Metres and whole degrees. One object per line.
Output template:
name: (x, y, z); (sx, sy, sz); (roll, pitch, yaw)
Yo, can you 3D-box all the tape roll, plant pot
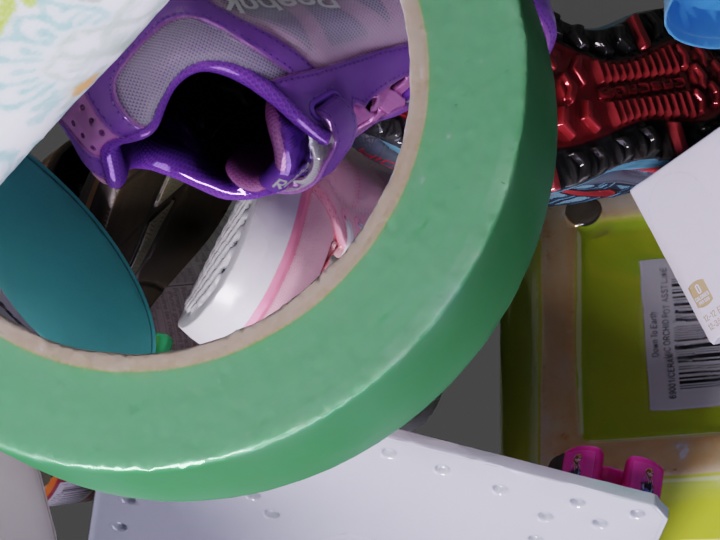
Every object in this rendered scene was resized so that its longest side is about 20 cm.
tape roll: (-0.049, -0.040, 0.704); (0.200, 0.201, 0.048); (-19, 162, 8)
plant pot: (0.150, 0.070, 1.076); (0.198, 0.200, 0.182); (-4, 144, 10)

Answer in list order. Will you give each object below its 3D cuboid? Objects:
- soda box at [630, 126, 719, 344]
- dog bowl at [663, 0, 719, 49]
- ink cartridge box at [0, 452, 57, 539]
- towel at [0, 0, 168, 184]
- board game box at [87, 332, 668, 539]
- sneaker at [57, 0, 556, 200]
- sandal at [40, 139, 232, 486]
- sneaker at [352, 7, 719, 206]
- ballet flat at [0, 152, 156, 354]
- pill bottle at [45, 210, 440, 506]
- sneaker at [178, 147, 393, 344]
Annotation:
soda box: (0.194, -0.051, 0.918); (0.200, 0.068, 0.064); (-37, 162, 36)
dog bowl: (0.184, -0.124, 0.917); (0.200, 0.050, 0.111); (-3, 158, -39)
ink cartridge box: (-0.191, 0.055, 0.861); (0.144, 0.201, 0.084); (-5, 159, -32)
towel: (-0.143, -0.088, 0.585); (0.200, 0.048, 0.171); (26, 136, -26)
board game box: (-0.002, 0.110, 0.989); (0.199, 0.026, 0.200); (15, 141, 0)
sneaker: (-0.020, -0.062, 0.824); (0.200, 0.089, 0.081); (-3, 143, -32)
sandal: (-0.097, -0.006, 0.915); (0.082, 0.055, 0.200); (-17, 140, -59)
sneaker: (0.058, -0.049, 0.980); (0.200, 0.080, 0.095); (0, 158, -42)
ballet flat: (-0.141, -0.023, 0.813); (0.071, 0.071, 0.200); (-24, 133, 21)
pill bottle: (-0.071, 0.032, 1.051); (0.200, 0.110, 0.110); (-5, 159, -32)
sneaker: (0.000, 0.000, 0.925); (0.075, 0.104, 0.200); (-61, -178, 10)
